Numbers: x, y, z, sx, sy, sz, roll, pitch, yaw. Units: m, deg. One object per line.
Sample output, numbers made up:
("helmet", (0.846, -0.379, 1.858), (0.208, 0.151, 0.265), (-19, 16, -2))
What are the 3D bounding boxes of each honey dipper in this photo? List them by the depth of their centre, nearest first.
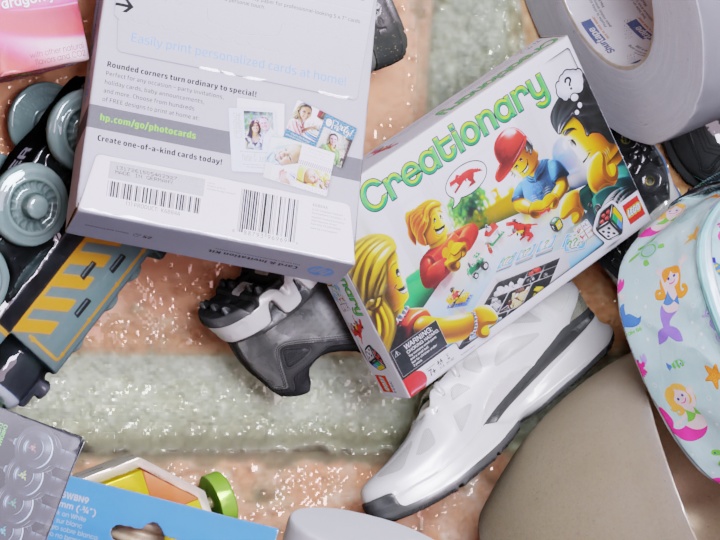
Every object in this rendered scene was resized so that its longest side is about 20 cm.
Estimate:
("honey dipper", (-0.145, 0.224, 1.406), (0.038, 0.038, 0.201), (16, 89, -22))

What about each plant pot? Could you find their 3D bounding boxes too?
("plant pot", (0.148, 0.162, 1.506), (0.134, 0.200, 0.201), (-23, 101, 15))

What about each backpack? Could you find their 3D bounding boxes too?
("backpack", (0.246, 0.025, 1.458), (0.200, 0.150, 0.178), (-28, 93, -44))

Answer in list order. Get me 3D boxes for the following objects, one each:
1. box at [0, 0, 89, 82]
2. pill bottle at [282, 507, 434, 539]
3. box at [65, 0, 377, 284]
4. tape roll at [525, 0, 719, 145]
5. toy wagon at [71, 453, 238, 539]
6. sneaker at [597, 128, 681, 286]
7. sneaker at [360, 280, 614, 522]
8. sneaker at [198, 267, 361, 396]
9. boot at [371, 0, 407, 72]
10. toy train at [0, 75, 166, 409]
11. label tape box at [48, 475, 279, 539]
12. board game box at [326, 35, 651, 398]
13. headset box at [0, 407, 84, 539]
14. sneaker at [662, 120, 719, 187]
("box", (-0.258, -0.139, 1.361), (0.199, 0.095, 0.100), (-13, 94, -23))
("pill bottle", (-0.019, 0.243, 1.435), (0.113, 0.114, 0.201), (11, 100, -23))
("box", (-0.072, -0.104, 1.384), (0.155, 0.041, 0.201), (10, 69, -15))
("tape roll", (0.166, -0.178, 1.487), (0.066, 0.200, 0.201), (-24, 99, -20))
("toy wagon", (-0.127, 0.210, 1.450), (0.154, 0.040, 0.201), (-20, 98, -22))
("sneaker", (0.190, -0.010, 1.580), (0.072, 0.072, 0.201), (-30, 91, 14))
("sneaker", (0.051, 0.056, 1.518), (0.200, 0.076, 0.116), (-40, 97, -26))
("sneaker", (0.000, 0.000, 1.493), (0.200, 0.066, 0.091), (-40, 114, -21))
("boot", (-0.066, -0.179, 1.464), (0.130, 0.068, 0.201), (-28, 99, -15))
("toy train", (-0.172, -0.019, 1.411), (0.114, 0.085, 0.200), (44, 74, -27))
("label tape box", (-0.138, 0.220, 1.354), (0.143, 0.063, 0.201), (13, 90, 13))
("board game box", (0.067, -0.033, 1.468), (0.200, 0.035, 0.127), (-35, 108, -25))
("headset box", (-0.258, 0.096, 1.320), (0.199, 0.174, 0.093), (23, 81, -21))
("sneaker", (0.265, -0.055, 1.597), (0.075, 0.079, 0.200), (-45, 105, -17))
